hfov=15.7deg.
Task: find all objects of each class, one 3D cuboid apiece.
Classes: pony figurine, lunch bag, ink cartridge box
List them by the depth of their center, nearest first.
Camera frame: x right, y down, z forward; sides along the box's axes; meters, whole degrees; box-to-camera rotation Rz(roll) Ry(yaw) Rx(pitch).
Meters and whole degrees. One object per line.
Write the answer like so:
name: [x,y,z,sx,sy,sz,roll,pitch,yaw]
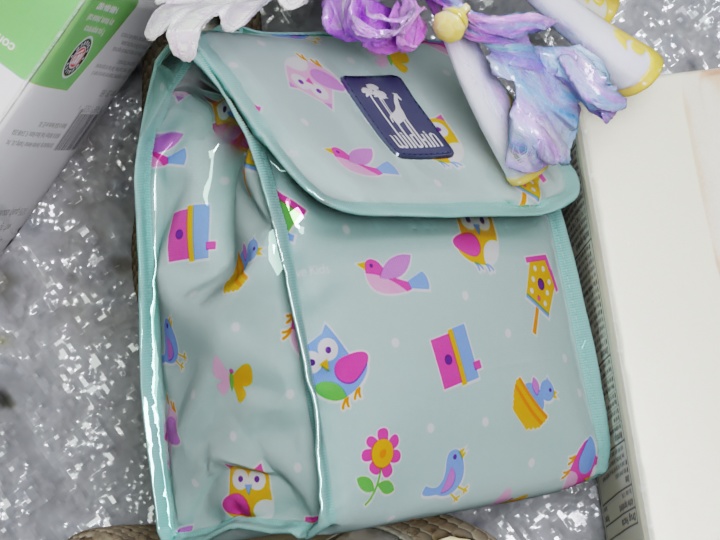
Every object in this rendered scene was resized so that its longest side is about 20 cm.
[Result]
pony figurine: [0.031,-0.133,0.989,0.200,0.166,0.193,51,41,-24]
lunch bag: [0.000,0.000,1.039,0.170,0.122,0.200,-4,85,-43]
ink cartridge box: [-0.175,-0.051,1.042,0.084,0.146,0.200,37,96,5]

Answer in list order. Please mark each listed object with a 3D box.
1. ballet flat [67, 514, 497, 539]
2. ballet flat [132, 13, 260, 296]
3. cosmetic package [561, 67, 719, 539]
ballet flat: [-0.033,0.131,1.087,0.200,0.046,0.067,3,79,-2]
ballet flat: [-0.064,-0.045,1.113,0.067,0.046,0.200,-1,78,-4]
cosmetic package: [0.138,0.025,1.088,0.087,0.103,0.200,-7,80,-6]
